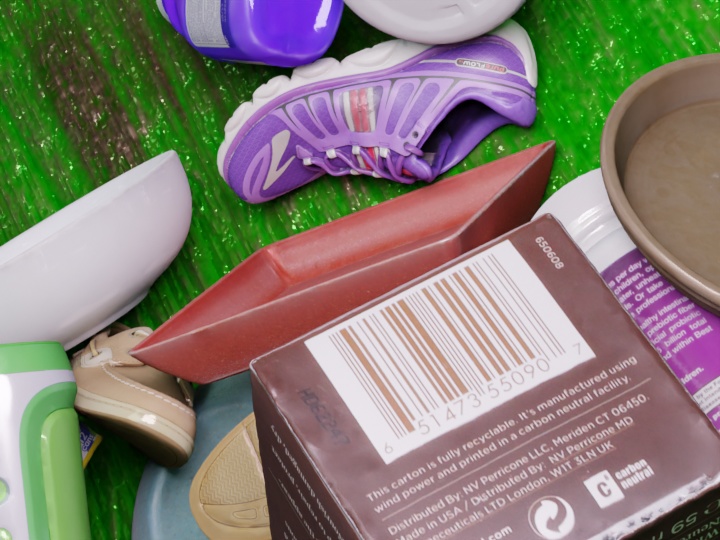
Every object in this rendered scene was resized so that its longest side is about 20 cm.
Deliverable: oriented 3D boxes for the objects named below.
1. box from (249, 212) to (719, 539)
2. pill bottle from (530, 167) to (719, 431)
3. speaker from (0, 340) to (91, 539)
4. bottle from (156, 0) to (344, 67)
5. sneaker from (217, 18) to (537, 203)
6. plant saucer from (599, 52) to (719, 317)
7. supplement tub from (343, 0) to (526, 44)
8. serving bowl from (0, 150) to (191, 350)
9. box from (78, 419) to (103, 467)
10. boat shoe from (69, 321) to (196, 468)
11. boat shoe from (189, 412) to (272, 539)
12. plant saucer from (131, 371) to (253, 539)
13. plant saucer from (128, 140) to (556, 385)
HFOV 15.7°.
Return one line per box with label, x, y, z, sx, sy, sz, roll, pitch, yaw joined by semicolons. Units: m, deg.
box;0.062;0.116;1.209;0.166;0.200;0.164;-27;59;-14
pill bottle;0.163;0.042;1.301;0.112;0.112;0.200;-41;55;10
speaker;-0.182;0.141;1.372;0.088;0.088;0.200;-10;84;29
bottle;-0.070;-0.163;1.531;0.200;0.065;0.084;-166;85;-68
sneaker;0.008;-0.080;1.484;0.200;0.081;0.083;-22;64;22
plant saucer;0.213;-0.034;1.290;0.200;0.029;0.200;7;45;-7
supplement tub;0.050;-0.228;1.463;0.123;0.123;0.200;-20;32;24
serving bowl;-0.178;0.008;1.519;0.200;0.200;0.066;-28;98;19
box;-0.228;0.157;1.433;0.064;0.070;0.200;-15;41;57
boat shoe;-0.128;0.061;1.460;0.065;0.071;0.200;-58;19;-6
boat shoe;0.005;0.085;1.364;0.200;0.069;0.071;-32;72;3
plant saucer;-0.065;0.128;1.438;0.201;0.039;0.201;-17;61;34
plant saucer;0.000;0.000;1.408;0.200;0.200;0.037;-20;100;24
